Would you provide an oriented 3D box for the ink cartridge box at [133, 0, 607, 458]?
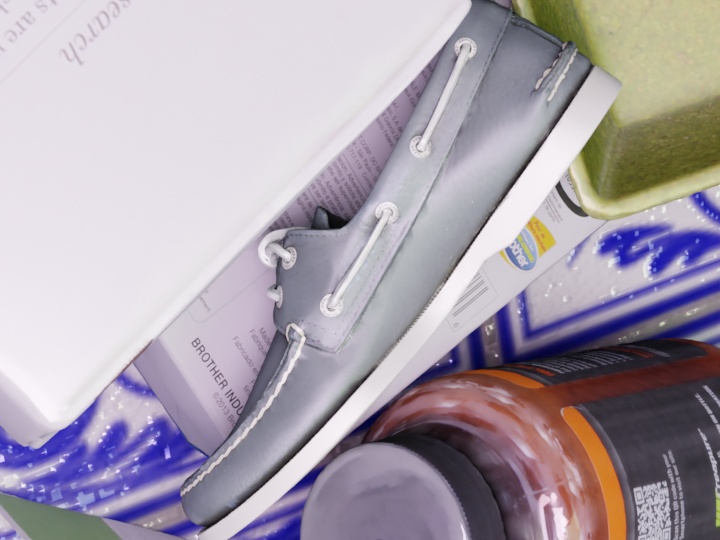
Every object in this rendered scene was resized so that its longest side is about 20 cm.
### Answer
[{"bbox_3d":[-0.002,-0.039,0.953,0.200,0.076,0.137,-38,120,-12],"label":"ink cartridge box"}]

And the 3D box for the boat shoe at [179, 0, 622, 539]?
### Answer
[{"bbox_3d":[0.000,0.000,0.892,0.062,0.073,0.200,40,94,-1],"label":"boat shoe"}]

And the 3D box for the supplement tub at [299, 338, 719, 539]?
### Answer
[{"bbox_3d":[0.066,0.083,0.977,0.200,0.107,0.107,-6,110,-52],"label":"supplement tub"}]

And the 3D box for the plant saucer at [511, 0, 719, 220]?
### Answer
[{"bbox_3d":[0.134,-0.140,0.946,0.199,0.048,0.200,-19,91,-6],"label":"plant saucer"}]

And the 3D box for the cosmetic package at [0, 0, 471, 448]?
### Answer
[{"bbox_3d":[-0.105,-0.075,0.788,0.200,0.165,0.165,44,81,-4],"label":"cosmetic package"}]

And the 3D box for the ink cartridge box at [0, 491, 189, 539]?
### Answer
[{"bbox_3d":[-0.027,0.139,0.955,0.199,0.145,0.048,14,101,-32],"label":"ink cartridge box"}]
